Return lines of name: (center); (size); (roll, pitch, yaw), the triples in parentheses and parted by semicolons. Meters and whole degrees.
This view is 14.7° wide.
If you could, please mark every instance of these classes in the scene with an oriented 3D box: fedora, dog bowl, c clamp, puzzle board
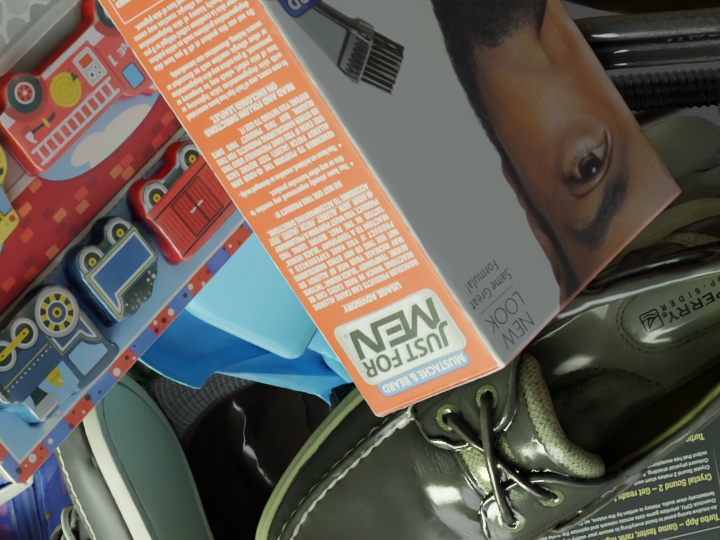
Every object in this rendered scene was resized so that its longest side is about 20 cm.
fedora: (-0.006, 0.061, 1.089); (0.176, 0.090, 0.200); (-11, 133, 8)
dog bowl: (0.000, 0.000, 0.954); (0.200, 0.050, 0.112); (25, 104, -16)
c clamp: (0.103, -0.069, 0.957); (0.199, 0.027, 0.171); (-5, 169, 0)
puzzle board: (-0.085, -0.058, 0.844); (0.151, 0.200, 0.017); (52, 152, -21)

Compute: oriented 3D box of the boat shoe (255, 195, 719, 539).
boat shoe: (0.054, 0.045, 0.869); (0.201, 0.066, 0.072); (-34, 95, -3)

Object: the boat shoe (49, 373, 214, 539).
boat shoe: (-0.085, 0.114, 1.027); (0.063, 0.073, 0.200); (-11, 137, 9)

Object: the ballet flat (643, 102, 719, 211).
ballet flat: (0.113, -0.025, 0.982); (0.074, 0.074, 0.200); (12, 163, -17)

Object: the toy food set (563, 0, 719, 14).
toy food set: (0.103, -0.155, 0.869); (0.197, 0.049, 0.200); (-9, 141, 8)

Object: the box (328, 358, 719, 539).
box: (0.102, 0.098, 0.940); (0.199, 0.044, 0.161); (-13, 101, -4)

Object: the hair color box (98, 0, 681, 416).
hair color box: (-0.001, -0.072, 0.836); (0.064, 0.111, 0.200); (-23, 104, 46)

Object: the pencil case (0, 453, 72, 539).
pencil case: (-0.143, 0.091, 1.124); (0.078, 0.087, 0.200); (-15, 144, -14)
